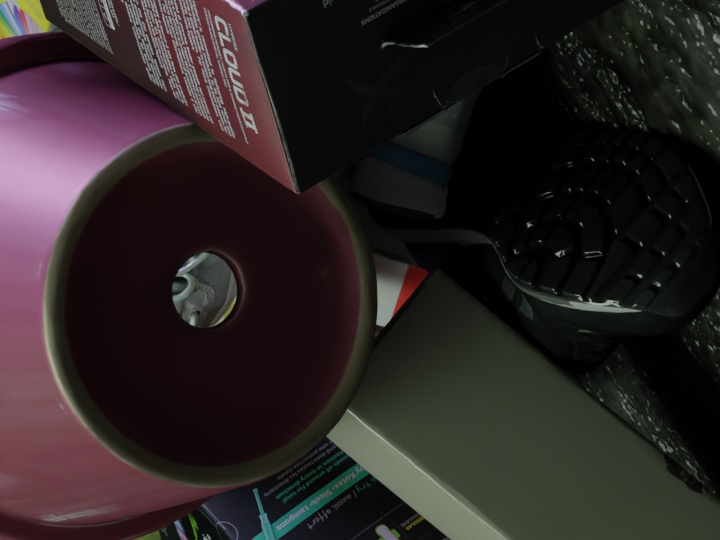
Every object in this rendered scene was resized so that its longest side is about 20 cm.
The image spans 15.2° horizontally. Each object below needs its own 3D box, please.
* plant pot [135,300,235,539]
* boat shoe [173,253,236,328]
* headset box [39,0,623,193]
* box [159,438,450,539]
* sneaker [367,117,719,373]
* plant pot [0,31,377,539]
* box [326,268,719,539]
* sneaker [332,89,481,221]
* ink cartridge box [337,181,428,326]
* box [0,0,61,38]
[{"bbox_3d":[-0.124,0.068,1.430,0.200,0.200,0.185,45,144,33],"label":"plant pot"},{"bbox_3d":[-0.112,0.023,1.251,0.074,0.065,0.202,36,131,6],"label":"boat shoe"},{"bbox_3d":[-0.012,-0.117,0.926,0.200,0.148,0.075,36,151,48],"label":"headset box"},{"bbox_3d":[0.002,0.148,1.302,0.200,0.124,0.149,43,156,35],"label":"box"},{"bbox_3d":[0.086,-0.001,1.002,0.088,0.076,0.200,51,168,-25],"label":"sneaker"},{"bbox_3d":[-0.090,0.010,1.000,0.179,0.200,0.201,5,124,63],"label":"plant pot"},{"bbox_3d":[0.081,0.092,1.029,0.200,0.068,0.082,40,167,1],"label":"box"},{"bbox_3d":[0.005,-0.103,1.044,0.087,0.075,0.200,-59,36,20],"label":"sneaker"},{"bbox_3d":[0.000,0.000,1.168,0.201,0.050,0.161,58,172,8],"label":"ink cartridge box"},{"bbox_3d":[-0.177,-0.168,1.389,0.118,0.048,0.200,55,157,10],"label":"box"}]
